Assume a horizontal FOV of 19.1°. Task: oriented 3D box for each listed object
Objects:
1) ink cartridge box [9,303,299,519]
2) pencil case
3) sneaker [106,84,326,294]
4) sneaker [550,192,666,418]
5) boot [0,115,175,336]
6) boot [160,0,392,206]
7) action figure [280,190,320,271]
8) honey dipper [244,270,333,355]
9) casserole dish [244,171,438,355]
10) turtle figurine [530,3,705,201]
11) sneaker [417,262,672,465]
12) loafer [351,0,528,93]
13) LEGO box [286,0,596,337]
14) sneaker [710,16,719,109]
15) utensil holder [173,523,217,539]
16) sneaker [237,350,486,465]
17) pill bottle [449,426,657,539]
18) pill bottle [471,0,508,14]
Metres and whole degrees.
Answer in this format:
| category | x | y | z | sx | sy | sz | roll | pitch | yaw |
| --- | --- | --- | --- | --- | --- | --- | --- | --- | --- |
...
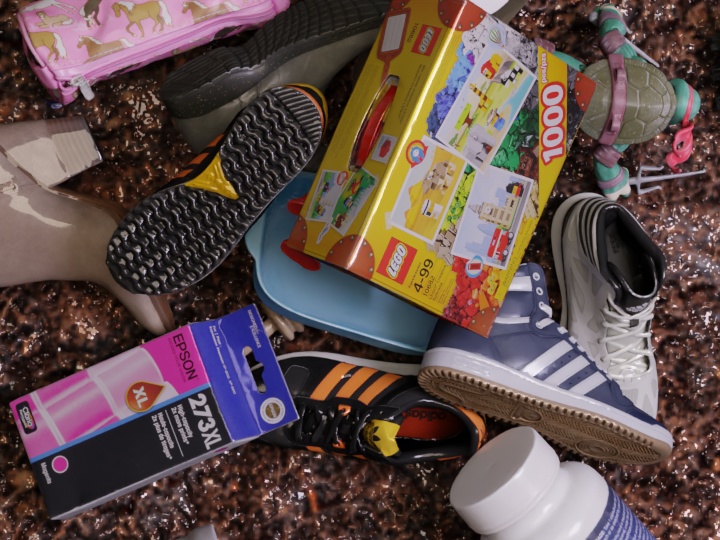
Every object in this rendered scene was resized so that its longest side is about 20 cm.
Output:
| category | x | y | z | sx | sy | sz | roll | pitch | yaw |
| --- | --- | --- | --- | --- | --- | --- | --- | --- | --- |
| ink cartridge box | -0.154 | 0.104 | 1.580 | 0.199 | 0.037 | 0.095 | -23 | 81 | 7 |
| pencil case | -0.157 | -0.192 | 1.615 | 0.199 | 0.083 | 0.087 | -22 | 86 | -8 |
| sneaker | -0.096 | -0.058 | 1.542 | 0.200 | 0.090 | 0.070 | -43 | 92 | 17 |
| sneaker | 0.190 | 0.043 | 1.604 | 0.075 | 0.115 | 0.202 | -12 | 95 | -7 |
| boot | -0.242 | -0.018 | 1.603 | 0.146 | 0.070 | 0.201 | -24 | 87 | -1 |
| boot | -0.042 | -0.124 | 1.609 | 0.199 | 0.068 | 0.131 | -25 | 122 | 4 |
| action figure | 0.035 | -0.059 | 1.582 | 0.099 | 0.065 | 0.200 | 28 | 42 | 16 |
| honey dipper | -0.106 | 0.074 | 1.618 | 0.200 | 0.038 | 0.038 | -40 | 89 | -6 |
| casserole dish | 0.000 | 0.000 | 1.607 | 0.199 | 0.039 | 0.122 | 17 | 61 | -18 |
| turtle figurine | 0.183 | -0.134 | 1.628 | 0.199 | 0.101 | 0.151 | 6 | 85 | -13 |
| sneaker | 0.147 | 0.066 | 1.581 | 0.199 | 0.070 | 0.109 | 21 | 61 | -9 |
| loafer | 0.067 | -0.197 | 1.647 | 0.200 | 0.067 | 0.076 | -43 | 128 | 4 |
| LEGO box | 0.059 | -0.076 | 1.501 | 0.149 | 0.077 | 0.201 | 26 | 87 | -40 |
| sneaker | 0.338 | -0.113 | 1.665 | 0.097 | 0.071 | 0.202 | -18 | 89 | -7 |
| utensil holder | -0.174 | 0.292 | 1.523 | 0.199 | 0.170 | 0.171 | -17 | 86 | -6 |
| sneaker | -0.003 | 0.107 | 1.589 | 0.199 | 0.090 | 0.070 | 2 | 106 | -7 |
| pill bottle | 0.158 | 0.213 | 1.569 | 0.111 | 0.111 | 0.200 | -44 | 107 | -8 |
| pill bottle | 0.044 | -0.268 | 1.582 | 0.109 | 0.110 | 0.200 | -25 | 45 | -8 |
